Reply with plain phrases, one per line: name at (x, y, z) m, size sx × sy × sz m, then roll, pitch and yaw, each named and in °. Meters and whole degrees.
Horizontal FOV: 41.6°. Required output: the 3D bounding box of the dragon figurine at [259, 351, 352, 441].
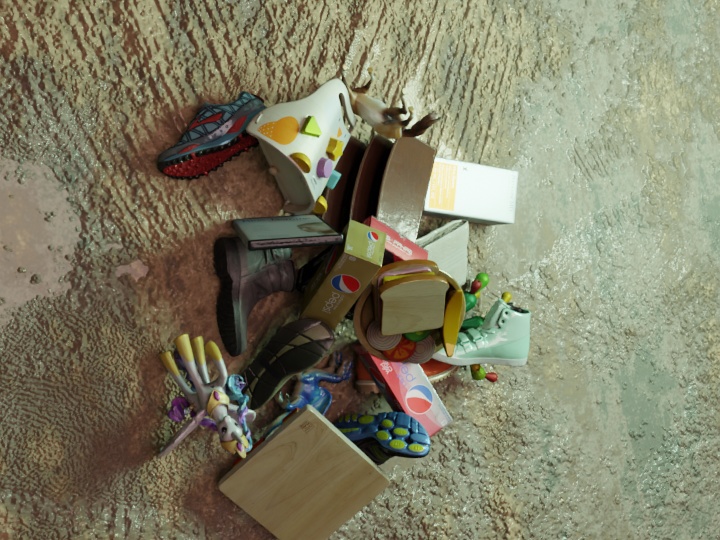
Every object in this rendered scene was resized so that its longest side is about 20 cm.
dragon figurine at (-0.087, 0.217, 1.589) m, size 0.099 × 0.059 × 0.200 m, roll 33°, pitch 75°, yaw -24°

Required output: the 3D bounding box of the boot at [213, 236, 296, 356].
boot at (-0.163, 0.037, 1.543) m, size 0.132 × 0.070 × 0.200 m, roll -5°, pitch 97°, yaw -33°

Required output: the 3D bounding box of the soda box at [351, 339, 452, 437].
soda box at (0.071, 0.188, 1.600) m, size 0.070 × 0.063 × 0.200 m, roll -33°, pitch 95°, yaw -18°

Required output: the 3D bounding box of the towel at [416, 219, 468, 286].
towel at (0.124, 0.000, 1.669) m, size 0.200 × 0.034 × 0.133 m, roll -28°, pitch 129°, yaw -42°

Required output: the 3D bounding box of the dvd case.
dvd case at (-0.117, -0.061, 1.473) m, size 0.143 × 0.200 × 0.018 m, roll -5°, pitch 103°, yaw -13°

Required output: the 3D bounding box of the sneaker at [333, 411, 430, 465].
sneaker at (0.041, 0.284, 1.588) m, size 0.083 × 0.200 × 0.071 m, roll 53°, pitch 51°, yaw -31°

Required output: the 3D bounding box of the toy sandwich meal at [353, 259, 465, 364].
toy sandwich meal at (0.083, 0.074, 1.500) m, size 0.205 × 0.070 × 0.205 m, roll -5°, pitch 121°, yaw -9°

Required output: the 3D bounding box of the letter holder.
letter holder at (0.027, -0.137, 1.592) m, size 0.142 × 0.101 × 0.200 m, roll 27°, pitch 62°, yaw -25°

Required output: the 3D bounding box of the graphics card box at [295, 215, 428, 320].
graphics card box at (0.000, 0.000, 1.556) m, size 0.125 × 0.200 × 0.051 m, roll 31°, pitch 48°, yaw -27°

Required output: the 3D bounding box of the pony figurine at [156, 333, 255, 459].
pony figurine at (-0.239, 0.205, 1.452) m, size 0.166 × 0.193 × 0.200 m, roll -20°, pitch 81°, yaw -30°

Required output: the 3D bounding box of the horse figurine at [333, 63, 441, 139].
horse figurine at (0.030, -0.269, 1.557) m, size 0.200 × 0.133 × 0.050 m, roll 31°, pitch 66°, yaw 5°

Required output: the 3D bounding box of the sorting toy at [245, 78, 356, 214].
sorting toy at (-0.068, -0.208, 1.522) m, size 0.180 × 0.107 × 0.200 m, roll -56°, pitch 150°, yaw -24°

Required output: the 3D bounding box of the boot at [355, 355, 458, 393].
boot at (0.084, 0.152, 1.675) m, size 0.200 × 0.075 × 0.107 m, roll -5°, pitch 89°, yaw -27°

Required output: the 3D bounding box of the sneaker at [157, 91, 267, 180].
sneaker at (-0.237, -0.217, 1.504) m, size 0.200 × 0.079 × 0.096 m, roll -28°, pitch 69°, yaw -13°

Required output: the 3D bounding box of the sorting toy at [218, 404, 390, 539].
sorting toy at (-0.092, 0.333, 1.546) m, size 0.200 × 0.070 × 0.199 m, roll -42°, pitch 110°, yaw 8°

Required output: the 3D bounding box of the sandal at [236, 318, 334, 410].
sandal at (-0.128, 0.146, 1.540) m, size 0.201 × 0.057 × 0.080 m, roll -40°, pitch 86°, yaw 15°

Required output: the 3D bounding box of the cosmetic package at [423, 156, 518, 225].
cosmetic package at (0.184, -0.143, 1.721) m, size 0.200 × 0.071 × 0.102 m, roll 5°, pitch 88°, yaw -29°

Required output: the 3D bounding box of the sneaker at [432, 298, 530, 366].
sneaker at (0.202, 0.101, 1.653) m, size 0.200 × 0.074 × 0.118 m, roll 2°, pitch 105°, yaw -16°

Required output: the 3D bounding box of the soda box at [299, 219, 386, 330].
soda box at (-0.030, 0.011, 1.481) m, size 0.064 × 0.200 × 0.068 m, roll 20°, pitch 50°, yaw -12°

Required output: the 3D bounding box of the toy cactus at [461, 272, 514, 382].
toy cactus at (0.196, 0.105, 1.730) m, size 0.165 × 0.102 × 0.200 m, roll 2°, pitch 98°, yaw -19°
